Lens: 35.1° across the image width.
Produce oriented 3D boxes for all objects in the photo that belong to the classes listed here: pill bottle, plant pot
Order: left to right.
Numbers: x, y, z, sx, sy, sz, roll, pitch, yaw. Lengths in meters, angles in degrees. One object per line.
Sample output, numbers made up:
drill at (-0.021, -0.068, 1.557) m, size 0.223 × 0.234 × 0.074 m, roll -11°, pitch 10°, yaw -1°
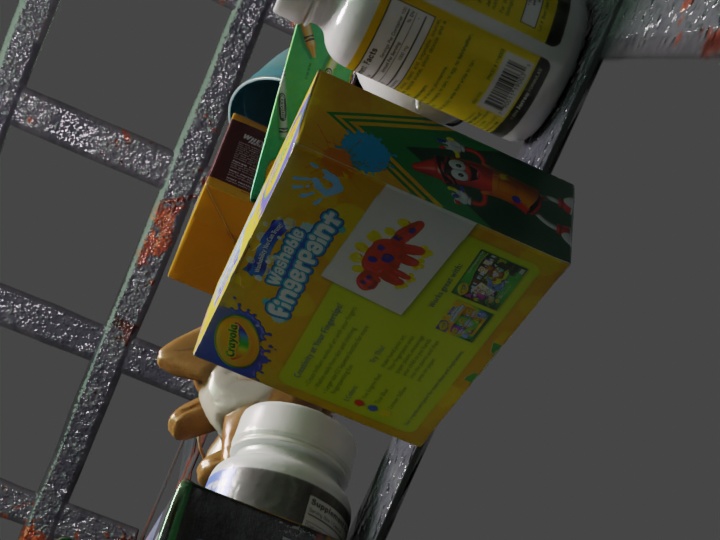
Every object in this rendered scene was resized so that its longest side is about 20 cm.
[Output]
pill bottle at (-0.070, 0.205, 0.828) m, size 0.114 × 0.113 × 0.201 m, roll 125°, pitch 164°, yaw -54°
plant pot at (-0.052, -0.235, 1.592) m, size 0.188 × 0.199 × 0.200 m, roll -55°, pitch 0°, yaw -38°
pill bottle at (0.046, -0.177, 0.788) m, size 0.112 × 0.199 × 0.113 m, roll -157°, pitch 90°, yaw -81°

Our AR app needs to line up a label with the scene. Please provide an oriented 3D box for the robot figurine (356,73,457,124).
robot figurine at (0.068, -0.199, 0.928) m, size 0.169 × 0.113 × 0.201 m, roll -13°, pitch 40°, yaw 56°

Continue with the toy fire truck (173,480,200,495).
toy fire truck at (-0.306, 0.446, 1.826) m, size 0.200 × 0.048 × 0.142 m, roll -89°, pitch 23°, yaw -66°

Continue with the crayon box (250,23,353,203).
crayon box at (-0.043, -0.148, 1.003) m, size 0.119 × 0.058 × 0.202 m, roll -142°, pitch 68°, yaw -87°

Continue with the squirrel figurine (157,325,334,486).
squirrel figurine at (-0.074, 0.128, 1.043) m, size 0.199 × 0.141 × 0.187 m, roll -35°, pitch -31°, yaw -22°

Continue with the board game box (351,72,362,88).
board game box at (-0.008, -0.160, 1.109) m, size 0.136 × 0.034 × 0.201 m, roll 123°, pitch 157°, yaw -46°

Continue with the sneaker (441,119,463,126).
sneaker at (0.052, -0.147, 1.077) m, size 0.114 × 0.075 × 0.201 m, roll -87°, pitch 21°, yaw -63°

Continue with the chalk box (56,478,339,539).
chalk box at (-0.072, 0.200, 0.575) m, size 0.124 × 0.199 × 0.125 m, roll 123°, pitch 167°, yaw -47°

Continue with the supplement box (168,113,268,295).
supplement box at (-0.100, -0.057, 1.362) m, size 0.200 × 0.196 × 0.133 m, roll -84°, pitch 19°, yaw -59°

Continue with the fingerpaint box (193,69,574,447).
fingerpaint box at (0.009, 0.001, 0.692) m, size 0.200 × 0.166 × 0.074 m, roll 121°, pitch 168°, yaw -45°
